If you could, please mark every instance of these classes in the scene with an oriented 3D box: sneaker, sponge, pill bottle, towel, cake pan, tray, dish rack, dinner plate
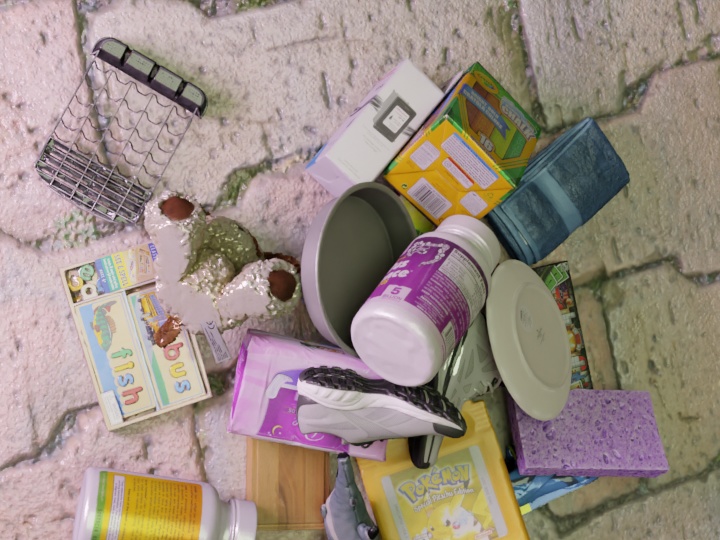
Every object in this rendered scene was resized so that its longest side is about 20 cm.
[{"bbox_3d":[0.130,0.147,1.463,0.114,0.076,0.203,16,83,-12],"label":"sneaker"},{"bbox_3d":[0.287,0.204,1.549,0.198,0.030,0.113,3,58,-15],"label":"sponge"},{"bbox_3d":[0.081,0.027,1.384,0.112,0.112,0.200,47,50,-9],"label":"pill bottle"},{"bbox_3d":[0.256,-0.101,1.590,0.200,0.048,0.112,-40,99,-14],"label":"towel"},{"bbox_3d":[-0.224,0.293,1.400,0.198,0.111,0.112,11,84,-15],"label":"pill bottle"},{"bbox_3d":[0.022,0.163,1.378,0.198,0.074,0.080,11,107,-5],"label":"sneaker"},{"bbox_3d":[0.000,0.000,1.399,0.199,0.036,0.203,-2,92,-53],"label":"cake pan"},{"bbox_3d":[-0.087,0.211,1.483,0.098,0.037,0.202,1,88,-16],"label":"tray"},{"bbox_3d":[-0.283,-0.161,1.438,0.153,0.055,0.201,29,82,-11],"label":"dish rack"},{"bbox_3d":[0.238,0.247,1.558,0.199,0.066,0.079,-22,95,-15],"label":"sneaker"},{"bbox_3d":[0.215,0.082,1.497,0.200,0.024,0.202,29,52,-44],"label":"dinner plate"}]

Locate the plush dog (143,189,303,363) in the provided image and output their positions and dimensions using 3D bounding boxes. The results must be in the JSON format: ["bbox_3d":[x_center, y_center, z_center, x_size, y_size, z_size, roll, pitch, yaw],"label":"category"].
[{"bbox_3d":[-0.166,-0.002,1.410,0.199,0.172,0.161,34,117,-3],"label":"plush dog"}]

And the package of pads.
[{"bbox_3d":[-0.051,0.148,1.431,0.198,0.076,0.122,12,94,-12],"label":"package of pads"}]

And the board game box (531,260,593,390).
[{"bbox_3d":[0.241,0.096,1.591,0.104,0.023,0.202,-12,91,-14],"label":"board game box"}]

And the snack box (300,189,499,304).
[{"bbox_3d":[0.054,0.019,1.517,0.168,0.068,0.200,42,79,-11],"label":"snack box"}]

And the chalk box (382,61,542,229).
[{"bbox_3d":[0.133,-0.157,1.498,0.124,0.124,0.201,42,38,-11],"label":"chalk box"}]

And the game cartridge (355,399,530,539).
[{"bbox_3d":[0.098,0.272,1.503,0.175,0.032,0.202,-19,87,0],"label":"game cartridge"}]

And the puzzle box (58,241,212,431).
[{"bbox_3d":[-0.264,0.075,1.444,0.132,0.025,0.202,-18,92,-17],"label":"puzzle box"}]

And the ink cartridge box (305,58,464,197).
[{"bbox_3d":[0.028,-0.183,1.494,0.067,0.116,0.200,41,77,-9],"label":"ink cartridge box"}]

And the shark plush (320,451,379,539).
[{"bbox_3d":[0.004,0.295,1.446,0.090,0.083,0.202,-14,118,-33],"label":"shark plush"}]
